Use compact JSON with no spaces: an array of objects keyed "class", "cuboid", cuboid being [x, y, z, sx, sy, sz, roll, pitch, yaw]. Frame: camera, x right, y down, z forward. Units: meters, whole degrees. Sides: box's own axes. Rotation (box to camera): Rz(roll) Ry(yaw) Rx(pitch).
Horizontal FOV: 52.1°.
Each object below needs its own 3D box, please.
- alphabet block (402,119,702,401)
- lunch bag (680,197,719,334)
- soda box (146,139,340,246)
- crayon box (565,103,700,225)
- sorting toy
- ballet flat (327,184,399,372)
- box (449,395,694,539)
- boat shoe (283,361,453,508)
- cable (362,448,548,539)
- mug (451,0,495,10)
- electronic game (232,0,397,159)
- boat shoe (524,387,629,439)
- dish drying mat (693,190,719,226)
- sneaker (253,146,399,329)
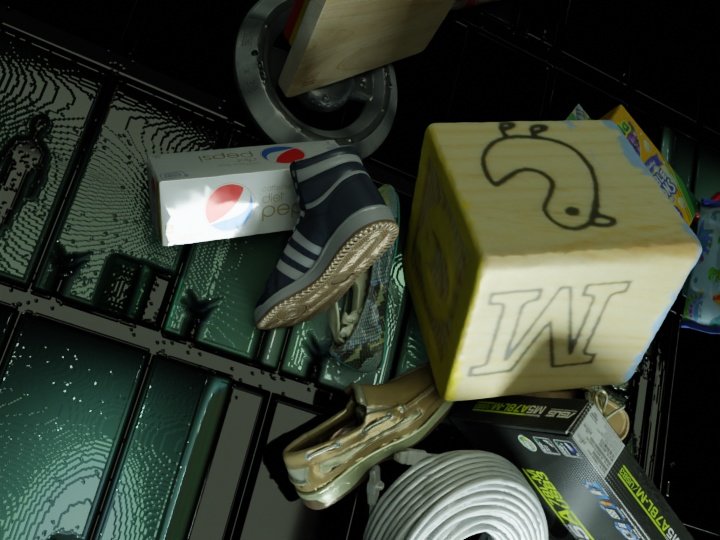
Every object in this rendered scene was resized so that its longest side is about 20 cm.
[{"class":"alphabet block","cuboid":[0.163,-0.011,0.711,0.196,0.199,0.197,-4,44,-11]},{"class":"lunch bag","cuboid":[0.519,0.006,0.919,0.196,0.127,0.174,8,93,-14]},{"class":"soda box","cuboid":[-0.105,-0.079,0.725,0.196,0.064,0.069,-9,123,-23]},{"class":"crayon box","cuboid":[0.326,-0.113,0.914,0.200,0.051,0.126,48,55,-6]},{"class":"sorting toy","cuboid":[0.015,-0.283,0.720,0.198,0.199,0.070,-27,78,-31]},{"class":"ballet flat","cuboid":[0.000,0.000,0.757,0.073,0.074,0.204,10,71,-19]},{"class":"box","cuboid":[0.204,0.208,0.723,0.047,0.192,0.201,-44,103,-25]},{"class":"boat shoe","cuboid":[0.013,0.141,0.718,0.199,0.071,0.077,-36,112,-24]},{"class":"cable","cuboid":[0.093,0.271,0.705,0.196,0.069,0.204,1,103,-25]},{"class":"mug","cuboid":[0.174,-0.403,0.907,0.197,0.177,0.136,-24,125,-20]},{"class":"electronic game","cuboid":[-0.045,-0.211,0.802,0.196,0.041,0.205,6,78,-29]},{"class":"boat shoe","cuboid":[0.227,0.160,0.822,0.196,0.063,0.075,13,74,-19]},{"class":"dish drying mat","cuboid":[0.526,-0.007,1.002,0.076,0.018,0.202,-32,92,-23]},{"class":"sneaker","cuboid":[-0.049,-0.031,0.701,0.069,0.200,0.110,0,58,-44]}]
